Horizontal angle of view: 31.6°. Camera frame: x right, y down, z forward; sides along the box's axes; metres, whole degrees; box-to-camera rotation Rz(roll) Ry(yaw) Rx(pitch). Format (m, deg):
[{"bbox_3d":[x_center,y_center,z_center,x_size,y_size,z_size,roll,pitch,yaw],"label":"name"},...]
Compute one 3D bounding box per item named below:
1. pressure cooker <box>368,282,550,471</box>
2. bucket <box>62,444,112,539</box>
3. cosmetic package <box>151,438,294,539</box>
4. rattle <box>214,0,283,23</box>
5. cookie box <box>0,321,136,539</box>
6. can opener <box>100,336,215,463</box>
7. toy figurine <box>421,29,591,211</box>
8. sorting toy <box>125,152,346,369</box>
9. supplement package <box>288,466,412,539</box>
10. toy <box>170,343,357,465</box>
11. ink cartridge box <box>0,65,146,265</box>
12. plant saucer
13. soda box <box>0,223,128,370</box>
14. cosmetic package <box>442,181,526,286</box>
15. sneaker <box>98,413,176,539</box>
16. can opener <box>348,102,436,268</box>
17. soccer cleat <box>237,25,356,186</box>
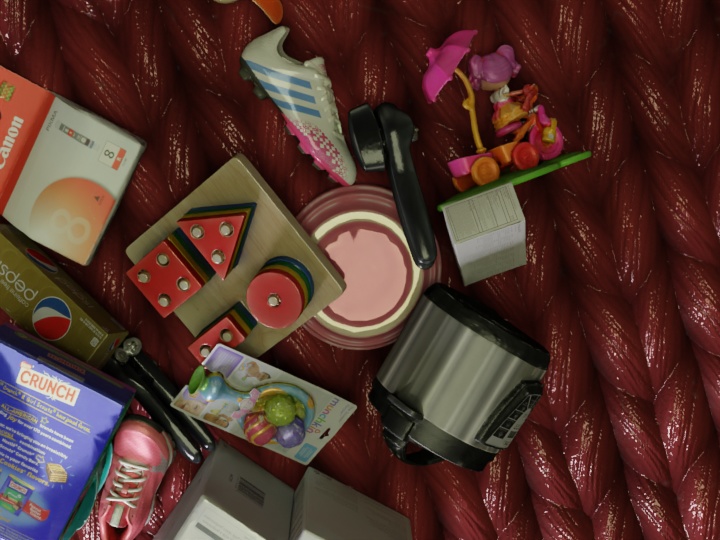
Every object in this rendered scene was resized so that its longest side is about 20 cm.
[{"bbox_3d":[0.106,0.138,1.485,0.174,0.179,0.202,30,95,-18],"label":"pressure cooker"},{"bbox_3d":[-0.396,0.225,1.515,0.203,0.135,0.211,0,102,0],"label":"bucket"},{"bbox_3d":[-0.182,0.342,1.509,0.122,0.200,0.201,35,99,-7],"label":"cosmetic package"},{"bbox_3d":[-0.164,-0.354,1.405,0.200,0.143,0.130,43,79,-3],"label":"rattle"},{"bbox_3d":[-0.367,0.187,1.401,0.169,0.075,0.202,28,99,-6],"label":"cookie box"},{"bbox_3d":[-0.250,0.149,1.538,0.200,0.063,0.079,42,142,1],"label":"can opener"},{"bbox_3d":[0.151,-0.187,1.458,0.197,0.150,0.187,-20,92,-19],"label":"toy figurine"},{"bbox_3d":[-0.154,0.007,1.476,0.198,0.070,0.201,-36,98,25],"label":"sorting toy"},{"bbox_3d":[-0.033,0.363,1.515,0.150,0.200,0.152,28,100,-6],"label":"supplement package"},{"bbox_3d":[-0.114,0.173,1.512,0.198,0.048,0.115,29,120,-22],"label":"toy"},{"bbox_3d":[-0.371,-0.124,1.489,0.198,0.050,0.164,27,100,-9],"label":"ink cartridge box"},{"bbox_3d":[0.000,0.000,1.520,0.197,0.051,0.204,0,102,-1],"label":"plant saucer"},{"bbox_3d":[-0.370,0.033,1.485,0.200,0.064,0.068,41,99,11],"label":"soda box"},{"bbox_3d":[0.142,-0.039,1.439,0.081,0.200,0.051,-18,75,3],"label":"cosmetic package"},{"bbox_3d":[-0.270,0.260,1.514,0.073,0.087,0.202,17,127,2],"label":"sneaker"},{"bbox_3d":[0.048,-0.099,1.467,0.078,0.063,0.203,-20,86,4],"label":"can opener"},{"bbox_3d":[-0.055,-0.191,1.470,0.086,0.070,0.201,-39,99,7],"label":"soccer cleat"}]
